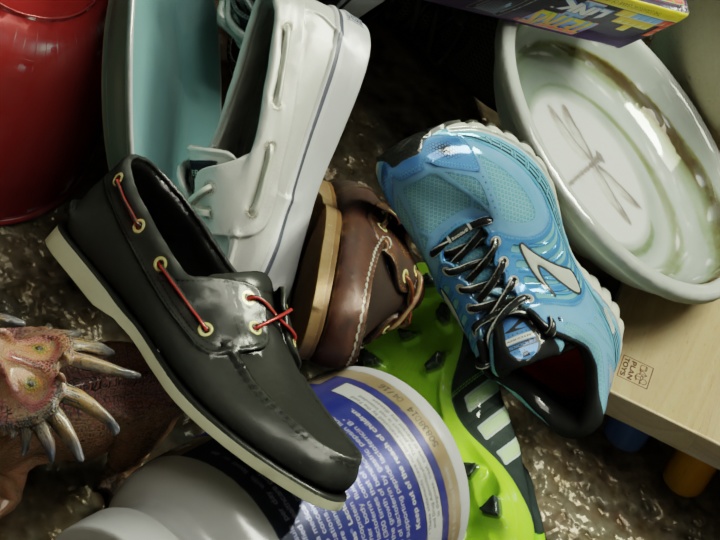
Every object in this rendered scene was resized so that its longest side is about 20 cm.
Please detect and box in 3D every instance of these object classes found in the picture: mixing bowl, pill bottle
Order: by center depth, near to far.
[{"bbox_3d":[-0.049,0.128,1.365,0.200,0.116,0.116,-25,76,-46],"label":"pill bottle"},{"bbox_3d":[-0.194,-0.135,1.455,0.199,0.108,0.201,20,49,-24],"label":"mixing bowl"}]

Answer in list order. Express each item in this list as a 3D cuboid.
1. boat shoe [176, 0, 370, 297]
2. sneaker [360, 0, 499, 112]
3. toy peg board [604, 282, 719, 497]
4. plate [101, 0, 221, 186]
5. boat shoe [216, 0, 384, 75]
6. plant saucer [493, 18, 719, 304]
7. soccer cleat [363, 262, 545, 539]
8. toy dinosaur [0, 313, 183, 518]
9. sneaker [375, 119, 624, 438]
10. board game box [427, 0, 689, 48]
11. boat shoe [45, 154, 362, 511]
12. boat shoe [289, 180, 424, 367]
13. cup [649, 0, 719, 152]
[{"bbox_3d":[-0.059,-0.043,1.451,0.065,0.072,0.201,22,91,-27],"label":"boat shoe"},{"bbox_3d":[0.027,-0.154,1.668,0.114,0.076,0.200,-26,74,-44],"label":"sneaker"},{"bbox_3d":[0.227,0.071,1.660,0.198,0.098,0.200,25,44,1],"label":"toy peg board"},{"bbox_3d":[-0.102,-0.093,1.467,0.025,0.201,0.201,1,48,10],"label":"plate"},{"bbox_3d":[-0.041,-0.144,1.523,0.068,0.199,0.074,6,76,-22],"label":"boat shoe"},{"bbox_3d":[0.131,-0.060,1.603,0.200,0.050,0.201,35,36,-30],"label":"plant saucer"},{"bbox_3d":[0.051,0.085,1.522,0.081,0.067,0.201,46,22,-48],"label":"soccer cleat"},{"bbox_3d":[-0.127,0.059,1.342,0.199,0.136,0.086,-13,68,-43],"label":"toy dinosaur"},{"bbox_3d":[0.078,0.007,1.478,0.200,0.078,0.090,50,23,-31],"label":"sneaker"},{"bbox_3d":[0.086,-0.217,1.564,0.199,0.057,0.166,8,67,-51],"label":"board game box"},{"bbox_3d":[-0.064,0.027,1.322,0.201,0.063,0.074,47,12,28],"label":"boat shoe"},{"bbox_3d":[0.000,0.000,1.477,0.070,0.071,0.200,18,19,-6],"label":"boat shoe"},{"bbox_3d":[0.248,-0.107,1.751,0.199,0.143,0.201,21,47,-25],"label":"cup"}]
